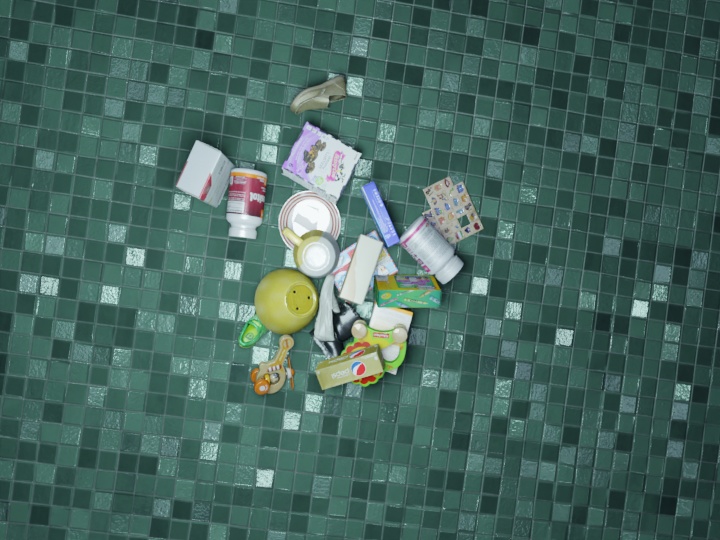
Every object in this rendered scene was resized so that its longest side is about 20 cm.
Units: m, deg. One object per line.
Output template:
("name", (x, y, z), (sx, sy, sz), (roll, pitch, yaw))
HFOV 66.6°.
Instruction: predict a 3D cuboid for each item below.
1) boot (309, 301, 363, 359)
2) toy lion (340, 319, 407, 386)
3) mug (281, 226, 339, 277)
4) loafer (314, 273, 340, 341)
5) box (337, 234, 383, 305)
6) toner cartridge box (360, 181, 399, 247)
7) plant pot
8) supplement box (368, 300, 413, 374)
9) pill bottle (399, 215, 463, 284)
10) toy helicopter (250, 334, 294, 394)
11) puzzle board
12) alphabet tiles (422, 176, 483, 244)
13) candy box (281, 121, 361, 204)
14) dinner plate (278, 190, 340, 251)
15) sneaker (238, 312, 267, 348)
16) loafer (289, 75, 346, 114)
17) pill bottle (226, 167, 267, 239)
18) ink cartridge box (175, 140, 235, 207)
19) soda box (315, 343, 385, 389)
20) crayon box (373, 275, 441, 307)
("boot", (-0.049, 0.212, 1.720), (0.161, 0.073, 0.200), (-37, 88, -2))
("toy lion", (0.038, 0.255, 1.662), (0.195, 0.069, 0.196), (5, 96, 1))
("mug", (-0.150, -0.047, 1.648), (0.182, 0.153, 0.153), (5, 94, -5))
("loafer", (-0.094, 0.114, 1.670), (0.068, 0.070, 0.205), (8, 86, 1))
("box", (0.000, 0.000, 1.688), (0.076, 0.095, 0.204), (19, 83, -4))
("toner cartridge box", (0.060, -0.172, 1.714), (0.042, 0.095, 0.203), (-24, 91, -3))
("plant pot", (-0.202, 0.091, 1.638), (0.196, 0.141, 0.205), (3, 84, -27))
("supplement box", (0.078, 0.209, 1.725), (0.124, 0.074, 0.204), (17, 90, -1))
("pill bottle", (0.222, -0.062, 1.716), (0.113, 0.113, 0.200), (-45, 93, -3))
("toy helicopter", (-0.249, 0.293, 1.698), (0.130, 0.079, 0.203), (17, 104, -28))
("puzzle board", (0.002, -0.010, 1.749), (0.198, 0.017, 0.152), (-32, 92, -3))
("alphabet tiles", (0.285, -0.191, 1.773), (0.165, 0.008, 0.203), (-25, 92, -3))
("candy box", (-0.120, -0.332, 1.701), (0.197, 0.072, 0.170), (28, 79, -4))
("dinner plate", (-0.160, -0.149, 1.734), (0.195, 0.024, 0.205), (0, 89, -4))
("sneaker", (-0.305, 0.160, 1.695), (0.074, 0.084, 0.201), (36, 87, -3))
("loafer", (-0.127, -0.537, 1.708), (0.197, 0.076, 0.068), (-29, 86, -3))
("pill bottle", (-0.350, -0.202, 1.676), (0.110, 0.113, 0.205), (6, 91, -4))
("ink cartridge box", (-0.454, -0.280, 1.625), (0.082, 0.200, 0.148), (24, 88, -1))
("soda box", (-0.030, 0.283, 1.611), (0.196, 0.068, 0.065), (-20, 101, 12))
("crayon box", (0.143, 0.063, 1.700), (0.195, 0.119, 0.059), (1, 113, -6))
